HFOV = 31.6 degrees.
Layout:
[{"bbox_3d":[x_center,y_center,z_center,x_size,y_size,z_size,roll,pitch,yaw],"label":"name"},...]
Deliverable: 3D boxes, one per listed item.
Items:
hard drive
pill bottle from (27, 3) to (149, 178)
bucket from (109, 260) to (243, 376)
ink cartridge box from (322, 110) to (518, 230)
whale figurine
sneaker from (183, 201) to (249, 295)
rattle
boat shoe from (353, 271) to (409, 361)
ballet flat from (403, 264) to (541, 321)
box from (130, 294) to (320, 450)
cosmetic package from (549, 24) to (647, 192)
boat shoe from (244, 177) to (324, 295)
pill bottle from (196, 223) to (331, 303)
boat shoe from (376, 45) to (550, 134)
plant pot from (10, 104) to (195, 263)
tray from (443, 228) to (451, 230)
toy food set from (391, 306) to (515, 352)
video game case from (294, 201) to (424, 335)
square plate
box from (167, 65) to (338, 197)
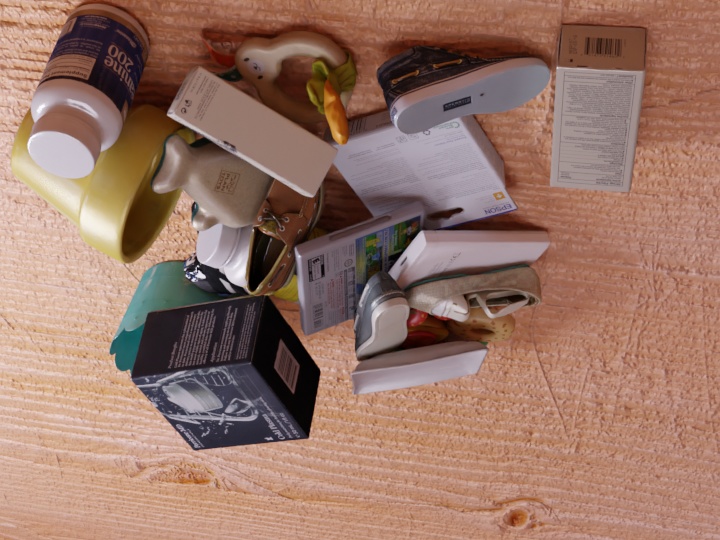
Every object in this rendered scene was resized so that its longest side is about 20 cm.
[{"bbox_3d":[0.144,-0.011,1.739,0.197,0.027,0.132,0,149,-28],"label":"hard drive"},{"bbox_3d":[-0.330,-0.214,1.530,0.109,0.202,0.112,8,145,6],"label":"pill bottle"},{"bbox_3d":[-0.275,0.093,1.977,0.204,0.136,0.209,8,143,6],"label":"bucket"},{"bbox_3d":[0.081,-0.133,1.655,0.194,0.044,0.200,-13,139,27],"label":"ink cartridge box"},{"bbox_3d":[-0.193,-0.132,1.640,0.198,0.161,0.103,5,-157,-47],"label":"whale figurine"},{"bbox_3d":[-0.225,-0.026,1.858,0.110,0.074,0.201,-4,139,26],"label":"sneaker"},{"bbox_3d":[-0.108,-0.211,1.524,0.197,0.145,0.131,14,150,-8],"label":"rattle"},{"bbox_3d":[0.024,0.066,1.754,0.072,0.062,0.201,-17,158,-15],"label":"boat shoe"},{"bbox_3d":[0.156,0.037,1.736,0.197,0.063,0.068,-11,154,-9],"label":"ballet flat"},{"bbox_3d":[-0.188,0.149,1.817,0.194,0.125,0.201,-8,139,23],"label":"box"},{"bbox_3d":[0.278,-0.188,1.498,0.102,0.074,0.201,5,143,9],"label":"cosmetic package"},{"bbox_3d":[-0.100,-0.058,1.640,0.071,0.068,0.203,22,112,21],"label":"boat shoe"},{"bbox_3d":[-0.123,-0.023,1.770,0.198,0.113,0.111,17,146,-29],"label":"pill bottle"},{"bbox_3d":[0.119,-0.232,1.498,0.197,0.092,0.071,-15,145,-9],"label":"boat shoe"},{"bbox_3d":[-0.342,-0.138,1.656,0.187,0.202,0.202,25,144,6],"label":"plant pot"},{"bbox_3d":[0.082,0.004,1.842,0.097,0.037,0.201,18,144,-9],"label":"tray"},{"bbox_3d":[0.113,0.087,1.860,0.197,0.049,0.198,7,154,-27],"label":"toy food set"},{"bbox_3d":[0.000,0.000,1.725,0.180,0.022,0.201,-20,148,-13],"label":"video game case"},{"bbox_3d":[0.082,0.140,1.858,0.197,0.029,0.198,-10,166,-2],"label":"square plate"},{"bbox_3d":[-0.131,-0.168,1.544,0.198,0.069,0.082,30,179,-15],"label":"box"}]
